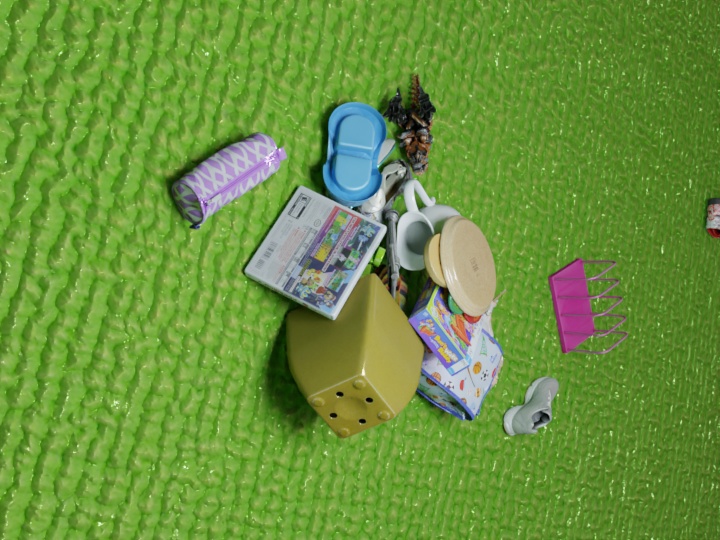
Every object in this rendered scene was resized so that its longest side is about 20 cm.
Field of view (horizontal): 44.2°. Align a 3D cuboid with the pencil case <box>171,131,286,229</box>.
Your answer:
[{"bbox_3d":[-0.219,-0.155,1.462,0.200,0.085,0.085,-43,120,-35],"label":"pencil case"}]

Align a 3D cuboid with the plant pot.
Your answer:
[{"bbox_3d":[-0.010,0.168,1.537,0.195,0.194,0.201,53,22,-30],"label":"plant pot"}]

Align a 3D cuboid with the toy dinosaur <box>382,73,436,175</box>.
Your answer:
[{"bbox_3d":[0.105,-0.297,1.773,0.136,0.101,0.202,50,18,-65],"label":"toy dinosaur"}]

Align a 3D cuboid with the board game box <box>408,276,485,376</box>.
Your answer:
[{"bbox_3d":[0.167,0.090,1.674,0.135,0.045,0.200,52,27,-10],"label":"board game box"}]

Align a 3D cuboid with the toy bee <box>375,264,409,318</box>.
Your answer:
[{"bbox_3d":[0.065,0.092,1.716,0.130,0.107,0.204,-1,95,-62],"label":"toy bee"}]

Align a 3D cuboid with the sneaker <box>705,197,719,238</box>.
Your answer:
[{"bbox_3d":[1.138,-0.146,2.761,0.200,0.067,0.110,19,79,-38],"label":"sneaker"}]

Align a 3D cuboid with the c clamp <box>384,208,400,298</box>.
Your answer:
[{"bbox_3d":[0.061,-0.037,1.632,0.201,0.027,0.173,-91,179,-52],"label":"c clamp"}]

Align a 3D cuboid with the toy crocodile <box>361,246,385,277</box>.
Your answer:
[{"bbox_3d":[0.000,0.000,1.691,0.067,0.062,0.203,19,69,-5],"label":"toy crocodile"}]

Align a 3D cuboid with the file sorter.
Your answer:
[{"bbox_3d":[0.568,0.088,2.184,0.138,0.124,0.203,-26,108,-40],"label":"file sorter"}]

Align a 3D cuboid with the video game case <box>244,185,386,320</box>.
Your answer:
[{"bbox_3d":[-0.077,-0.035,1.555,0.201,0.180,0.023,-59,167,-25],"label":"video game case"}]

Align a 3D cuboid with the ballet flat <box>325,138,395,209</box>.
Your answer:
[{"bbox_3d":[-0.001,-0.197,1.688,0.070,0.069,0.201,52,59,-31],"label":"ballet flat"}]

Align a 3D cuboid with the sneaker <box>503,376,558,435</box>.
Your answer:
[{"bbox_3d":[0.423,0.323,2.074,0.199,0.091,0.077,-39,117,-36],"label":"sneaker"}]

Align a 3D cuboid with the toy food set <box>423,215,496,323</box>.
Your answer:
[{"bbox_3d":[0.197,-0.004,1.681,0.200,0.048,0.201,61,36,-20],"label":"toy food set"}]

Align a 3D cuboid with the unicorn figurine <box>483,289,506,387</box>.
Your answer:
[{"bbox_3d":[0.270,0.152,1.950,0.138,0.073,0.202,-48,137,-32],"label":"unicorn figurine"}]

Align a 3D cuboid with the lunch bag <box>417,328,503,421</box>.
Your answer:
[{"bbox_3d":[0.187,0.188,1.815,0.199,0.123,0.172,36,67,-17],"label":"lunch bag"}]

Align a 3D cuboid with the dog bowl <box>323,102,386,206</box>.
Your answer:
[{"bbox_3d":[-0.013,-0.210,1.637,0.110,0.050,0.203,8,70,-7],"label":"dog bowl"}]

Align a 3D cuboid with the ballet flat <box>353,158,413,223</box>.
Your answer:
[{"bbox_3d":[0.037,-0.149,1.711,0.201,0.071,0.073,-52,123,-35],"label":"ballet flat"}]

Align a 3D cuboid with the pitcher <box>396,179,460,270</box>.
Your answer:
[{"bbox_3d":[0.136,-0.094,1.752,0.199,0.119,0.175,-12,98,-64],"label":"pitcher"}]
